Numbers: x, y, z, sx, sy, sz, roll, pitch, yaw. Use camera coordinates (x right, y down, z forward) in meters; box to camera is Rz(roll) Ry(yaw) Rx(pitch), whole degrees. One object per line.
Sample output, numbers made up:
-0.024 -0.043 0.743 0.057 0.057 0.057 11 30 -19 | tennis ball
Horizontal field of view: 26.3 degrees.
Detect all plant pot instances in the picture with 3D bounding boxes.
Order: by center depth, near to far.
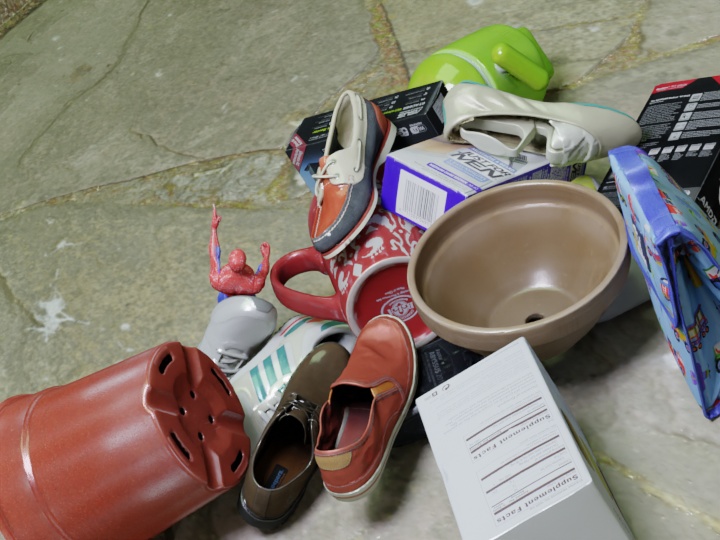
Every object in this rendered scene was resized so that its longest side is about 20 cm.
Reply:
0.149 0.017 1.382 0.199 0.093 0.202 -13 39 11 | plant pot
-0.222 0.173 1.464 0.194 0.201 0.202 -28 29 25 | plant pot

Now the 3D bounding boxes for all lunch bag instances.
0.268 -0.009 1.257 0.093 0.201 0.151 -27 30 11 | lunch bag

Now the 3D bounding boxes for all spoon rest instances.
0.270 -0.009 1.416 0.199 0.061 0.100 -31 26 34 | spoon rest

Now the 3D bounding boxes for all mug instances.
0.010 0.004 1.574 0.178 0.133 0.200 -48 26 14 | mug

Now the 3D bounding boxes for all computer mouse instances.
0.070 0.117 1.431 0.198 0.053 0.139 -20 40 9 | computer mouse

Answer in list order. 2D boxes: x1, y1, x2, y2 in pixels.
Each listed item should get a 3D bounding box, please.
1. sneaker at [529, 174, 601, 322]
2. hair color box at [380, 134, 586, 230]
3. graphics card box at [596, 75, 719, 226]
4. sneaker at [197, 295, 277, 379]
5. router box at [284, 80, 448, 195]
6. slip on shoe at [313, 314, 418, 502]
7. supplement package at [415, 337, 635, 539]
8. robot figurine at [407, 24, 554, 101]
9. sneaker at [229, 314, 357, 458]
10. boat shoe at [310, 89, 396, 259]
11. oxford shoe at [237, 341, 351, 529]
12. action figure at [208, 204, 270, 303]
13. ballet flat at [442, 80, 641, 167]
0.174 -0.027 1.504 0.075 0.077 0.200 7 50 49 | sneaker
0.128 -0.096 1.553 0.109 0.065 0.199 30 35 34 | hair color box
0.316 -0.111 1.511 0.125 0.051 0.201 -4 40 41 | graphics card box
-0.145 0.100 1.616 0.200 0.070 0.081 -49 29 42 | sneaker
0.036 -0.112 1.690 0.199 0.150 0.062 -11 37 36 | router box
0.004 0.112 1.384 0.073 0.061 0.201 -7 42 27 | slip on shoe
0.133 0.169 1.223 0.109 0.114 0.201 -31 31 7 | supplement package
0.132 -0.206 1.735 0.199 0.116 0.175 -32 0 -42 | robot figurine
-0.073 0.118 1.546 0.093 0.071 0.200 -5 37 48 | sneaker
-0.017 -0.097 1.535 0.071 0.063 0.201 -23 35 39 | boat shoe
-0.051 0.144 1.454 0.072 0.085 0.201 21 57 4 | oxford shoe
-0.129 0.003 1.636 0.064 0.200 0.100 5 69 -3 | action figure
0.174 -0.133 1.513 0.198 0.070 0.070 12 45 11 | ballet flat
